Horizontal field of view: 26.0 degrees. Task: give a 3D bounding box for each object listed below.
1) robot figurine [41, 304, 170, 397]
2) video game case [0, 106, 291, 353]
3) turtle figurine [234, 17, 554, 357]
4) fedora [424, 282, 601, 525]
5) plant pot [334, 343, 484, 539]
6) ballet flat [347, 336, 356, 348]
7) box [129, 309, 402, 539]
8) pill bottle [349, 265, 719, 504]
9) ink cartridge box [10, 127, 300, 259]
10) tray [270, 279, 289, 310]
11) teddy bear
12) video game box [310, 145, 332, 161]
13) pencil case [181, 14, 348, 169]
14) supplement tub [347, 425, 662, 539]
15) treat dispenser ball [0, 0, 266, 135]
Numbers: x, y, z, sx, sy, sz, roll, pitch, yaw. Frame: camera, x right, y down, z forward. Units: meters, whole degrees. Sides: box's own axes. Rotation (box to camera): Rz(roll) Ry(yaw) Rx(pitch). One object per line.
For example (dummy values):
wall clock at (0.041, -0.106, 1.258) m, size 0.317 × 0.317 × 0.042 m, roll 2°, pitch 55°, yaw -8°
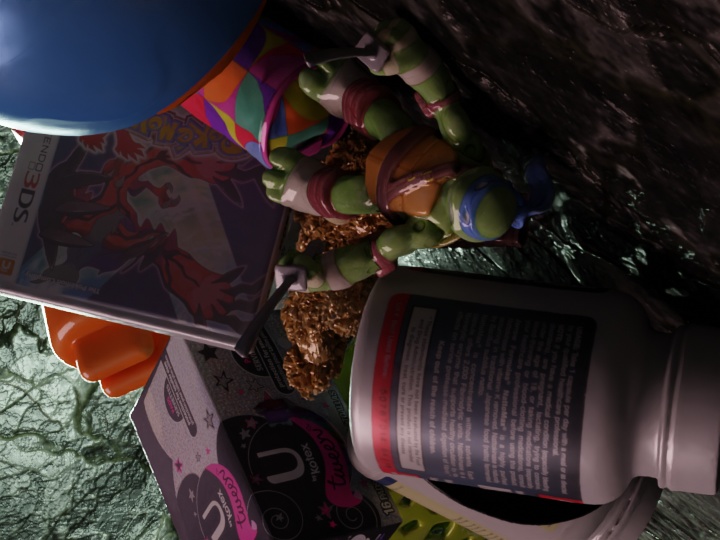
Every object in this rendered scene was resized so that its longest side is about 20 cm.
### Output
robot figurine at (-0.213, 0.005, 1.308) m, size 0.143 × 0.117 × 0.201 m, roll 4°, pitch -126°, yaw -35°
video game case at (-0.147, -0.052, 1.091) m, size 0.199 × 0.183 × 0.023 m, roll 13°, pitch 168°, yaw 7°
turtle figurine at (-0.012, -0.066, 0.861) m, size 0.194 × 0.199 × 0.145 m, roll -148°, pitch 46°, yaw -63°
fedora at (0.108, 0.064, 1.000) m, size 0.200 × 0.201 × 0.092 m, roll 41°, pitch 138°, yaw 0°
plant pot at (-0.005, 0.164, 1.352) m, size 0.199 × 0.181 × 0.200 m, roll 39°, pitch -171°, yaw -47°
ballet flat at (0.000, 0.000, 1.182) m, size 0.069 × 0.069 × 0.200 m, roll 40°, pitch 146°, yaw 9°
box at (-0.077, 0.146, 1.180) m, size 0.201 × 0.114 × 0.132 m, roll 62°, pitch 141°, yaw 28°
pill bottle at (0.103, 0.066, 0.871) m, size 0.199 × 0.120 × 0.120 m, roll 7°, pitch 159°, yaw 16°
ink cartridge box at (-0.152, -0.065, 1.183) m, size 0.199 × 0.083 × 0.147 m, roll 33°, pitch 167°, yaw 11°
tray at (-0.117, -0.030, 1.337) m, size 0.201 × 0.107 × 0.022 m, roll 63°, pitch -179°, yaw 19°
teddy bear at (-0.021, -0.007, 1.046) m, size 0.066 × 0.146 × 0.200 m, roll 15°, pitch 146°, yaw -10°
video game box at (-0.084, -0.087, 1.224) m, size 0.199 × 0.047 × 0.182 m, roll 29°, pitch 164°, yaw 24°
pencil case at (-0.094, -0.139, 1.032) m, size 0.200 × 0.088 × 0.088 m, roll 36°, pitch 170°, yaw 36°
supplement tub at (0.106, 0.120, 1.122) m, size 0.199 × 0.146 × 0.145 m, roll 28°, pitch 173°, yaw -11°
treat dispenser ball at (-0.134, -0.163, 0.713) m, size 0.201 × 0.201 × 0.201 m, roll 40°, pitch 171°, yaw 8°
